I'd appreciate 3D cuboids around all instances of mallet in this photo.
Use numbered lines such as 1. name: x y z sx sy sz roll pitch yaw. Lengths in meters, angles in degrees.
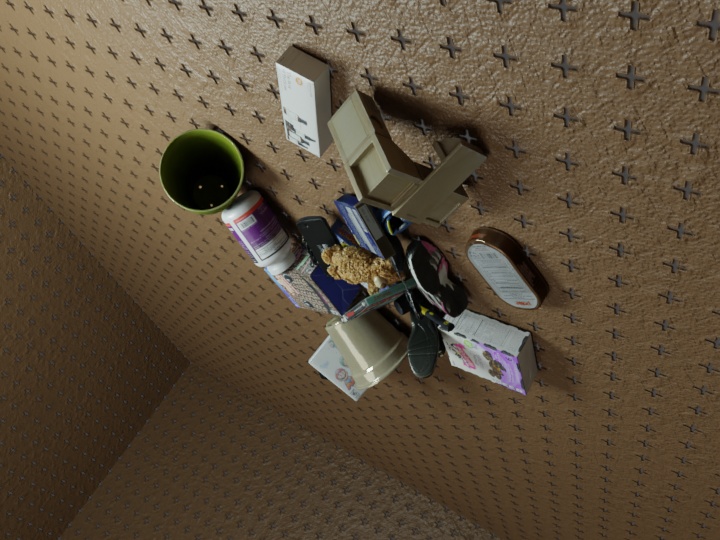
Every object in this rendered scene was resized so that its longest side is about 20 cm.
1. mallet: 0.135 0.095 1.478 0.042 0.065 0.200 67 170 -26

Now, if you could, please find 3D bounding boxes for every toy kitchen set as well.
1. toy kitchen set: 0.090 -0.205 1.114 0.198 0.182 0.163 13 134 -44

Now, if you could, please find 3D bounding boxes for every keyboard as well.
1. keyboard: -0.088 -0.061 1.579 0.102 0.040 0.201 -3 138 23

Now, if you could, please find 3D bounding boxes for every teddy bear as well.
1. teddy bear: 0.000 0.000 1.512 0.197 0.067 0.146 21 141 16

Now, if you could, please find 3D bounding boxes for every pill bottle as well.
1. pill bottle: -0.246 -0.090 1.680 0.112 0.113 0.201 1 131 53

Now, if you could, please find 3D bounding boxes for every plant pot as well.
1. plant pot: -0.359 -0.207 1.595 0.186 0.188 0.200 35 170 0
2. plant pot: 0.010 0.178 1.795 0.184 0.200 0.200 51 154 -8

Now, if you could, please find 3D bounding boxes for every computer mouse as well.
1. computer mouse: 0.094 0.009 1.406 0.059 0.034 0.203 -124 10 -77

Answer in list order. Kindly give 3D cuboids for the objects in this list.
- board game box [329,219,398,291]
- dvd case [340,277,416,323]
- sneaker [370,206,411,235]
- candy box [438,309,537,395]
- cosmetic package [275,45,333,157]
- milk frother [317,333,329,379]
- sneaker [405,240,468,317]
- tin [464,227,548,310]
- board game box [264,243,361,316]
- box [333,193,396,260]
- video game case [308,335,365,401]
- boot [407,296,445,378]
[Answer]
1. board game box: -0.006 -0.025 1.597 0.199 0.035 0.135 39 156 -6
2. dvd case: 0.043 0.071 1.589 0.022 0.144 0.200 64 158 8
3. sneaker: 0.054 -0.103 1.321 0.066 0.079 0.199 39 158 -15
4. candy box: 0.288 0.179 1.531 0.198 0.072 0.169 19 151 34
5. cosmetic package: -0.097 -0.293 1.203 0.082 0.051 0.201 28 156 14
6. milk frother: -0.042 0.219 2.017 0.187 0.178 0.204 -6 91 56
7. sneaker: 0.143 0.020 1.434 0.086 0.080 0.201 20 148 55
8. tin: 0.272 0.001 1.270 0.200 0.042 0.111 48 158 -25
9. board game box: -0.125 0.021 1.769 0.198 0.097 0.160 7 144 48
10. box: 0.004 -0.093 1.375 0.122 0.032 0.200 59 172 -17
11. video game case: -0.017 0.236 1.909 0.181 0.201 0.024 39 -178 -10
12. boot: 0.163 0.178 1.576 0.072 0.206 0.154 -11 143 17
